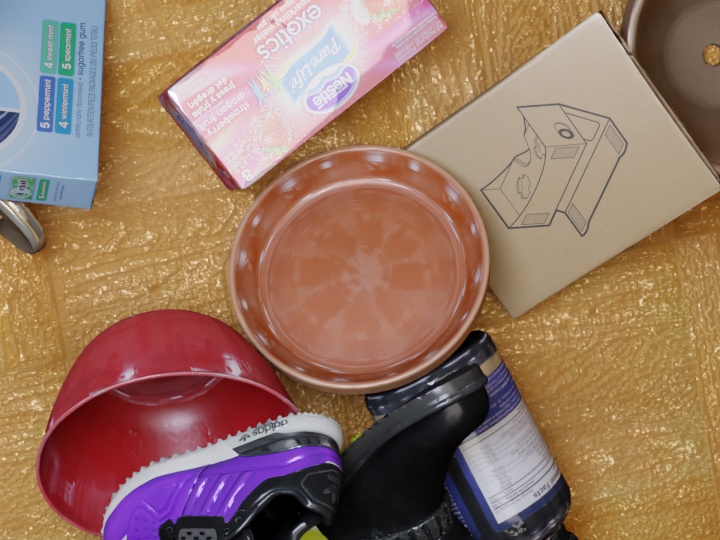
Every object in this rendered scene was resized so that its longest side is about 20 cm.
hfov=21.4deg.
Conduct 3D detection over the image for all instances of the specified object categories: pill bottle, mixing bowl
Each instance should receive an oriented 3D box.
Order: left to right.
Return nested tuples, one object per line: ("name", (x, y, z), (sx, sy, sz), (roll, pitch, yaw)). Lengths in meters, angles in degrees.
("mixing bowl", (-0.143, 0.102, 1.409), (0.199, 0.109, 0.201), (-7, 137, -7))
("pill bottle", (0.094, 0.157, 1.470), (0.112, 0.112, 0.201), (-28, 97, -7))

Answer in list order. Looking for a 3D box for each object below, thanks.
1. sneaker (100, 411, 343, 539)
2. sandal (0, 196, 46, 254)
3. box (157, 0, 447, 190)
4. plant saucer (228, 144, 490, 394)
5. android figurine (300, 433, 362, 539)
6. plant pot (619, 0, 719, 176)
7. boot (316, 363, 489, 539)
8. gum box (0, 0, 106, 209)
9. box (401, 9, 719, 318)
("sneaker", (-0.099, 0.179, 1.345), (0.199, 0.100, 0.070), (-26, 136, 19))
("sandal", (-0.322, -0.064, 1.404), (0.200, 0.080, 0.054), (32, 74, -4))
("box", (-0.045, -0.157, 1.438), (0.200, 0.103, 0.095), (-39, 98, -7))
("plant saucer", (0.000, 0.000, 1.448), (0.199, 0.032, 0.201), (-3, 67, 8))
("android figurine", (-0.031, 0.223, 1.476), (0.181, 0.041, 0.201), (7, 93, 3))
("plant pot", (0.293, -0.172, 1.500), (0.200, 0.093, 0.202), (0, 92, -9))
("boot", (0.059, 0.175, 1.381), (0.158, 0.211, 0.079), (51, 40, 6))
("gum box", (-0.288, -0.137, 1.380), (0.199, 0.045, 0.171), (6, 60, -13))
("box", (0.151, -0.079, 1.466), (0.200, 0.021, 0.164), (-34, 98, 25))
